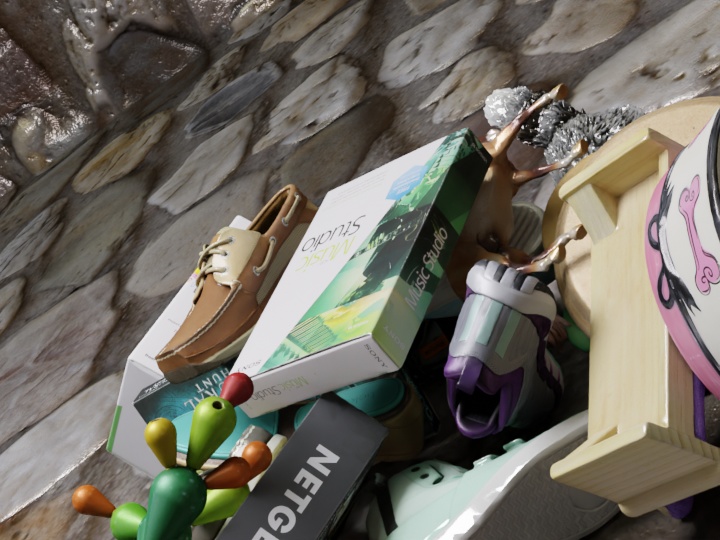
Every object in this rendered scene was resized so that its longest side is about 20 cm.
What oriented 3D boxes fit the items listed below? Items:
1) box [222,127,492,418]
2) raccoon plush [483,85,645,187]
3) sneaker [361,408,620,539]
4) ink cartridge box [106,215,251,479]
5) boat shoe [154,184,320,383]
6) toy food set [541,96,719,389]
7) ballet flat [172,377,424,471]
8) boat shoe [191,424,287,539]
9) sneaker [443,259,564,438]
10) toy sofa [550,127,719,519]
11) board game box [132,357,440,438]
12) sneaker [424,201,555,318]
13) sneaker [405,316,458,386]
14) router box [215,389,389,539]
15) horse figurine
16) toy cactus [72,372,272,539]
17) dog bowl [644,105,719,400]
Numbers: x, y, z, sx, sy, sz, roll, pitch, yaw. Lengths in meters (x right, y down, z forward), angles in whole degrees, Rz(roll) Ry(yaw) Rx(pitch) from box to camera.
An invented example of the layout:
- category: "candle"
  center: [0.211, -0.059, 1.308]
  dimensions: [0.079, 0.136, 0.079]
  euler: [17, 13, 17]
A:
- category: "box"
  center: [0.000, 0.000, 0.892]
  dimensions: [0.143, 0.036, 0.201]
  euler: [-23, 31, 41]
- category: "raccoon plush"
  center: [0.158, -0.055, 1.028]
  dimensions: [0.198, 0.097, 0.134]
  euler: [16, 51, 35]
- category: "sneaker"
  center: [0.082, 0.127, 0.824]
  dimensions: [0.200, 0.074, 0.118]
  euler: [-37, 26, 5]
- category: "ink cartridge box"
  center: [-0.133, 0.072, 1.188]
  dimensions: [0.201, 0.083, 0.146]
  euler: [-57, -7, -43]
- category: "boat shoe"
  center: [-0.089, 0.005, 0.979]
  dimensions: [0.075, 0.074, 0.200]
  euler: [-23, 17, 41]
- category: "toy food set"
  center: [0.214, -0.021, 0.872]
  dimensions: [0.199, 0.049, 0.200]
  euler: [-28, 53, 20]
- category: "ballet flat"
  center: [-0.048, 0.128, 0.963]
  dimensions: [0.197, 0.064, 0.069]
  euler: [-10, 34, 17]
- category: "boat shoe"
  center: [-0.113, 0.179, 0.923]
  dimensions: [0.203, 0.060, 0.072]
  euler: [-61, -12, 30]
- category: "sneaker"
  center: [0.079, 0.073, 0.837]
  dimensions: [0.074, 0.201, 0.088]
  euler: [20, 68, 20]
- category: "toy sofa"
  center: [0.171, 0.031, 0.751]
  dimensions: [0.083, 0.097, 0.202]
  euler: [-38, 37, 50]
- category: "board game box"
  center: [-0.056, 0.106, 1.006]
  dimensions: [0.199, 0.136, 0.028]
  euler: [-29, 13, 21]
- category: "sneaker"
  center: [0.061, 0.014, 1.012]
  dimensions: [0.198, 0.082, 0.075]
  euler: [-14, 54, 22]
- category: "sneaker"
  center: [0.024, 0.068, 1.055]
  dimensions: [0.200, 0.074, 0.079]
  euler: [-42, 26, -13]
- category: "router box"
  center: [-0.066, 0.194, 0.846]
  dimensions: [0.200, 0.052, 0.158]
  euler: [-52, -10, -36]
- category: "horse figurine"
  center: [0.099, -0.034, 0.916]
  dimensions: [0.132, 0.050, 0.202]
  euler: [-28, 49, 43]
- category: "toy cactus"
  center: [-0.130, 0.163, 0.800]
  dimensions: [0.201, 0.102, 0.165]
  euler: [-52, 5, 25]
- category: "dog bowl"
  center: [0.235, -0.001, 0.709]
  dimensions: [0.074, 0.200, 0.201]
  euler: [-37, 13, 49]
